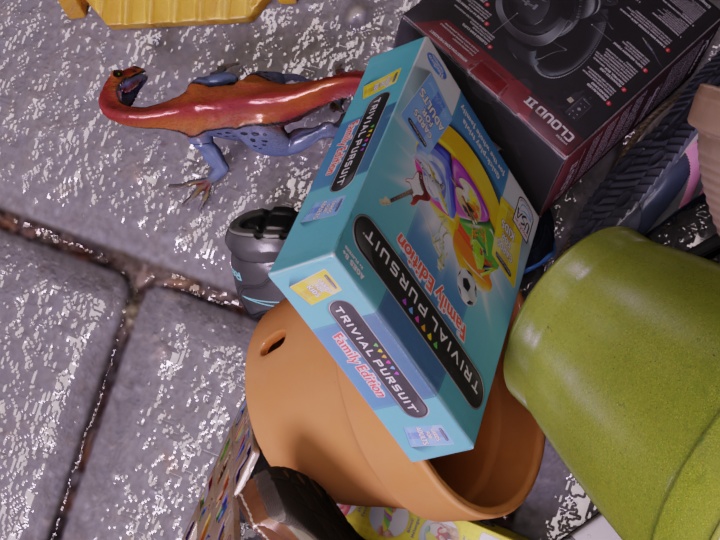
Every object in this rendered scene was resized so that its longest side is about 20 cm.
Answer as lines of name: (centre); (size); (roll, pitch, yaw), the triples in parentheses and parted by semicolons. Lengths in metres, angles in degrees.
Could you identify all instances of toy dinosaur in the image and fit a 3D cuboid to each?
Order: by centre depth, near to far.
toy dinosaur: (-0.097, -0.130, 1.006); (0.179, 0.200, 0.107); (5, 66, -16)

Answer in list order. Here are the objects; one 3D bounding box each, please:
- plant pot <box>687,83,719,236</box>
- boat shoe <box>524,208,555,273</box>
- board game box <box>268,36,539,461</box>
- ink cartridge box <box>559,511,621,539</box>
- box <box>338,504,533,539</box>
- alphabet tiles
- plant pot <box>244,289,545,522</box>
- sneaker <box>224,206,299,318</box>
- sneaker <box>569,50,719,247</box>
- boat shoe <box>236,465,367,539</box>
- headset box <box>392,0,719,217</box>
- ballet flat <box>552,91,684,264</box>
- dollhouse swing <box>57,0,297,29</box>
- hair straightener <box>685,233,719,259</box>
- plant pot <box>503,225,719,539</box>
plant pot: (0.278, -0.033, 0.808); (0.199, 0.201, 0.094); (23, 101, 15)
boat shoe: (0.078, -0.093, 0.981); (0.084, 0.069, 0.200); (-41, 66, -2)
board game box: (0.035, -0.016, 0.809); (0.046, 0.152, 0.201); (-16, 34, 33)
ink cartridge box: (0.172, 0.234, 0.886); (0.198, 0.084, 0.146); (-31, 76, -16)
box: (0.026, 0.217, 0.983); (0.198, 0.048, 0.119); (21, 90, 13)
alphabet tiles: (-0.104, 0.185, 0.937); (0.007, 0.200, 0.169); (22, 100, -11)
plant pot: (0.018, 0.073, 0.915); (0.139, 0.199, 0.203); (-17, 79, 33)
sneaker: (0.000, 0.000, 1.012); (0.197, 0.076, 0.080); (4, 114, 8)
sneaker: (0.227, -0.064, 0.917); (0.200, 0.070, 0.082); (-46, 109, -6)
boat shoe: (-0.025, 0.199, 0.876); (0.073, 0.200, 0.076); (-35, 44, 4)
headset box: (0.126, -0.147, 0.937); (0.149, 0.078, 0.200); (42, 65, 14)
ballet flat: (0.188, -0.042, 0.972); (0.067, 0.046, 0.201); (32, 91, -17)
dollhouse swing: (-0.160, -0.296, 1.022); (0.197, 0.176, 0.185); (0, 83, 13)
hair straightener: (0.295, -0.056, 0.946); (0.199, 0.041, 0.077); (-37, 77, 8)
plant pot: (0.193, 0.075, 0.819); (0.193, 0.200, 0.201); (40, 94, 35)
